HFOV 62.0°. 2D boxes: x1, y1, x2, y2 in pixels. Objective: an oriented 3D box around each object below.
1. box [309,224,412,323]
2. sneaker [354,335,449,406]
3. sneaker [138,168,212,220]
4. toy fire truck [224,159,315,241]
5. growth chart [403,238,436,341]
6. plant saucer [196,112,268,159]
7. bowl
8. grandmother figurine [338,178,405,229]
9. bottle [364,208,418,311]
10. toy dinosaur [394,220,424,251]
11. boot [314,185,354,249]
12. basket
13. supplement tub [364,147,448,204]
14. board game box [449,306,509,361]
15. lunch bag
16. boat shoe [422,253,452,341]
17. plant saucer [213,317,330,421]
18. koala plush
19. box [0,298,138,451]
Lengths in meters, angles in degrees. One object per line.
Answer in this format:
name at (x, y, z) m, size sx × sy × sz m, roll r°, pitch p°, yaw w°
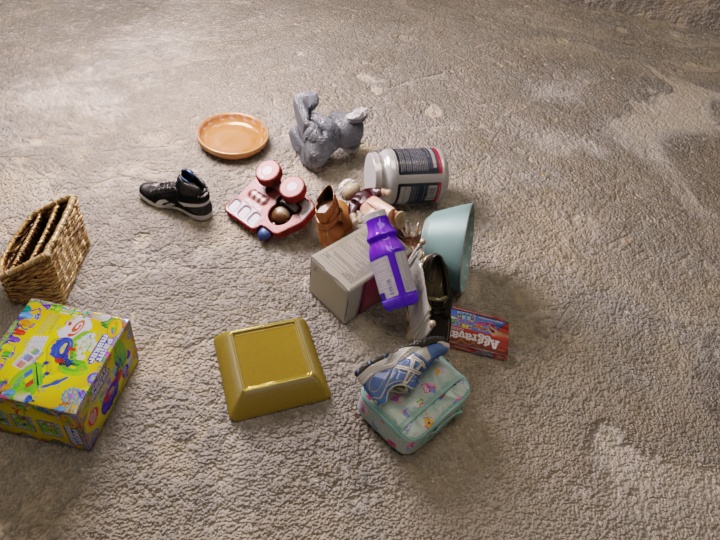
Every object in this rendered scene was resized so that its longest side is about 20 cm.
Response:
box at (0.000, 0.000, 1.323) m, size 0.199 × 0.110 × 0.128 m, roll -31°, pitch 58°, yaw -32°
sneaker at (0.085, 0.179, 1.095) m, size 0.197 × 0.076 × 0.078 m, roll -21°, pitch 76°, yaw -25°
sneaker at (-0.446, -0.204, 1.443) m, size 0.197 × 0.113 × 0.074 m, roll 18°, pitch 45°, yaw 9°
toy fire truck at (-0.212, -0.153, 1.452) m, size 0.199 × 0.113 × 0.168 m, roll 35°, pitch 75°, yaw 23°
growth chart at (0.115, 0.056, 1.240) m, size 0.017 × 0.145 × 0.204 m, roll 2°, pitch 66°, yaw -16°
plant saucer at (-0.355, -0.370, 1.670) m, size 0.196 × 0.038 × 0.202 m, roll 5°, pitch 47°, yaw -5°
bowl at (0.195, -0.057, 1.362) m, size 0.103 × 0.203 × 0.202 m, roll 8°, pitch 44°, yaw 16°
grandmother figurine at (0.020, -0.152, 1.362) m, size 0.120 × 0.061 × 0.199 m, roll -31°, pitch 47°, yaw -24°
bottle at (0.057, -0.022, 1.221) m, size 0.064 × 0.083 × 0.204 m, roll -13°, pitch 84°, yaw -30°
toy dinosaur at (0.079, -0.100, 1.395) m, size 0.086 × 0.136 × 0.200 m, roll -43°, pitch 91°, yaw -12°
boot at (-0.063, -0.140, 1.406) m, size 0.072 × 0.156 × 0.202 m, roll -7°, pitch 45°, yaw 8°
basket at (-0.664, -0.050, 1.235) m, size 0.140 × 0.150 × 0.202 m, roll 4°, pitch 47°, yaw -5°
supplement tub at (0.118, -0.245, 1.553) m, size 0.196 × 0.142 × 0.142 m, roll -4°, pitch 47°, yaw -13°
board game box at (0.223, 0.128, 1.300) m, size 0.196 × 0.020 × 0.104 m, roll 13°, pitch 47°, yaw 3°
lunch bag at (0.107, 0.237, 1.134) m, size 0.199 × 0.078 × 0.160 m, roll -33°, pitch 58°, yaw -32°
boat shoe at (0.153, 0.064, 1.244) m, size 0.072 × 0.065 × 0.204 m, roll -6°, pitch 83°, yaw -2°
plant saucer at (-0.175, 0.175, 1.170) m, size 0.196 × 0.049 × 0.202 m, roll -10°, pitch 48°, yaw -18°
koala plush at (-0.075, -0.376, 1.641) m, size 0.197 × 0.178 × 0.186 m, roll -13°, pitch 61°, yaw -21°
box at (-0.529, 0.179, 1.056) m, size 0.189 × 0.123 × 0.202 m, roll 12°, pitch 45°, yaw 3°
